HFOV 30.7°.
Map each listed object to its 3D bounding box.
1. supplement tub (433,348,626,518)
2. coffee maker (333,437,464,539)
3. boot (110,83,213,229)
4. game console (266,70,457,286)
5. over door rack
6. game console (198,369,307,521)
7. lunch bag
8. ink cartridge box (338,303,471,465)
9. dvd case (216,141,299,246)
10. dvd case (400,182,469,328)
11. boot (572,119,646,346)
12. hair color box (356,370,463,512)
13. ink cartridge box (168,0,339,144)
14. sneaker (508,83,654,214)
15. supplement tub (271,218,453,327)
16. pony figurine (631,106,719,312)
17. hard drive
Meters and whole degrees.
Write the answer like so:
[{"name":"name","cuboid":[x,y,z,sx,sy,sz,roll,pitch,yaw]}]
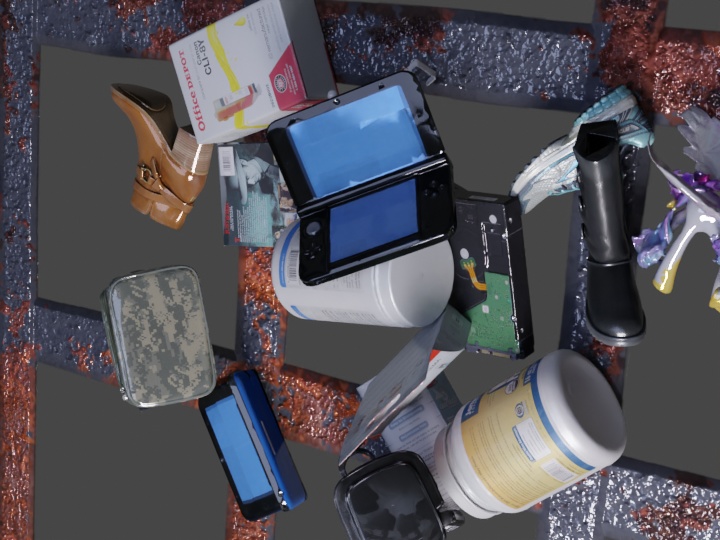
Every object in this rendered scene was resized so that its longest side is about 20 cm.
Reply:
[{"name":"supplement tub","cuboid":[0.199,0.199,1.556,0.199,0.144,0.146,-35,79,32]},{"name":"coffee maker","cuboid":[0.025,0.285,1.566,0.192,0.200,0.135,41,78,14]},{"name":"boot","cuboid":[-0.299,-0.166,1.878,0.199,0.077,0.156,33,119,17]},{"name":"game console","cuboid":[-0.003,-0.103,1.500,0.198,0.117,0.177,-19,46,20]},{"name":"over door rack","cuboid":[0.001,-0.170,1.615,0.199,0.067,0.149,-28,40,28]},{"name":"game console","cuboid":[-0.166,0.252,1.832,0.117,0.171,0.201,-25,84,7]},{"name":"lunch bag","cuboid":[-0.291,0.097,1.870,0.168,0.138,0.202,175,83,-76]},{"name":"ink cartridge box","cuboid":[0.055,0.142,1.543,0.047,0.200,0.160,39,115,-7]},{"name":"dvd case","cuboid":[-0.110,-0.104,1.784,0.198,0.022,0.148,1,99,32]},{"name":"dvd case","cuboid":[0.038,-0.048,1.682,0.150,0.025,0.201,32,112,18]},{"name":"boot","cuboid":[0.271,-0.042,1.425,0.065,0.165,0.202,-6,122,2]},{"name":"hair color box","cuboid":[0.089,0.211,1.683,0.099,0.060,0.201,-35,79,33]},{"name":"ink cartridge box","cuboid":[-0.143,-0.265,1.739,0.199,0.083,0.147,-17,89,35]},{"name":"sneaker","cuboid":[0.252,-0.119,1.508,0.087,0.077,0.200,51,123,8]},{"name":"supplement tub","cuboid":[0.000,0.000,1.601,0.199,0.131,0.133,4,101,41]},{"name":"pony figurine","cuboid":[0.377,-0.064,1.404,0.193,0.166,0.201,40,132,12]},{"name":"hard drive","cuboid":[0.140,0.003,1.592,0.139,0.038,0.202,9,115,43]}]
